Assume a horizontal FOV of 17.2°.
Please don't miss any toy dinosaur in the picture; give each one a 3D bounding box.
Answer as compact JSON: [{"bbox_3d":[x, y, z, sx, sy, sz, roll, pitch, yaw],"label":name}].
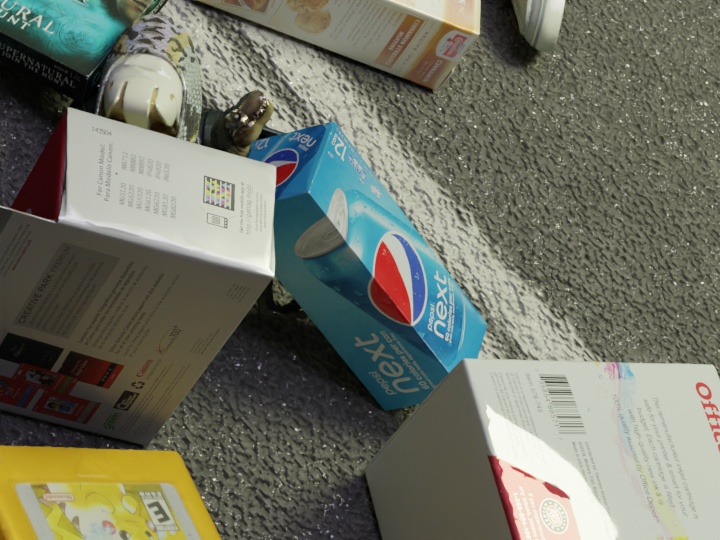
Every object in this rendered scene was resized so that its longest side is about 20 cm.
[{"bbox_3d":[-0.073,-0.010,1.531,0.088,0.047,0.201,17,79,-23],"label":"toy dinosaur"}]

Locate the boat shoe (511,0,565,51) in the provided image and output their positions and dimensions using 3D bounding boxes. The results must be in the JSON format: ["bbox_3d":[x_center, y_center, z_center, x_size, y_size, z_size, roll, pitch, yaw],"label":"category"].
[{"bbox_3d":[0.119,-0.252,1.849,0.071,0.070,0.202,3,54,-8],"label":"boat shoe"}]

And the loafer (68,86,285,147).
[{"bbox_3d":[-0.096,-0.082,1.580,0.199,0.070,0.068,20,49,-16],"label":"loafer"}]

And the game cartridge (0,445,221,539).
[{"bbox_3d":[-0.127,0.187,1.340,0.176,0.032,0.201,7,44,-50],"label":"game cartridge"}]

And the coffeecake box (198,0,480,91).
[{"bbox_3d":[-0.012,-0.240,1.747,0.199,0.073,0.154,19,49,-18],"label":"coffeecake box"}]

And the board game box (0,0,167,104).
[{"bbox_3d":[-0.238,-0.202,1.589,0.199,0.028,0.136,28,46,5],"label":"board game box"}]

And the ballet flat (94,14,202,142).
[{"bbox_3d":[-0.142,-0.077,1.504,0.072,0.072,0.202,17,73,-20],"label":"ballet flat"}]

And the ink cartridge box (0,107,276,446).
[{"bbox_3d":[-0.166,0.003,1.385,0.175,0.200,0.084,15,51,-21],"label":"ink cartridge box"}]

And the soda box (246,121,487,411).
[{"bbox_3d":[0.000,0.000,1.512,0.200,0.068,0.064,51,41,-35],"label":"soda box"}]

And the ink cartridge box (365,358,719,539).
[{"bbox_3d":[0.133,0.152,1.492,0.199,0.145,0.146,3,55,-29],"label":"ink cartridge box"}]
